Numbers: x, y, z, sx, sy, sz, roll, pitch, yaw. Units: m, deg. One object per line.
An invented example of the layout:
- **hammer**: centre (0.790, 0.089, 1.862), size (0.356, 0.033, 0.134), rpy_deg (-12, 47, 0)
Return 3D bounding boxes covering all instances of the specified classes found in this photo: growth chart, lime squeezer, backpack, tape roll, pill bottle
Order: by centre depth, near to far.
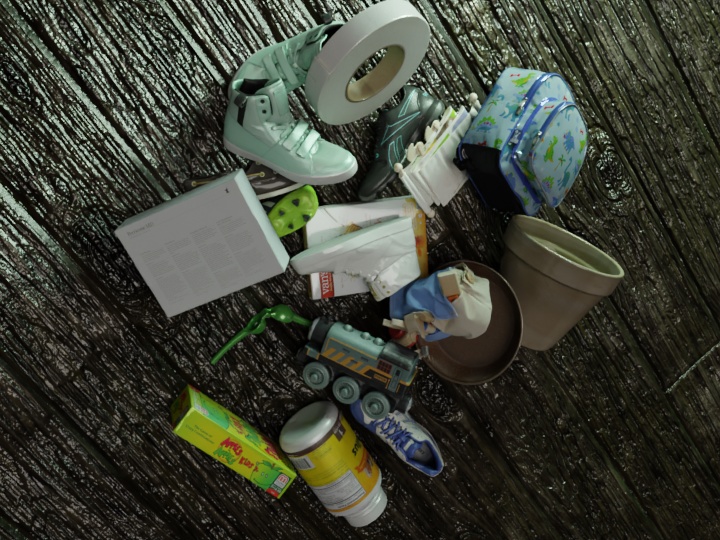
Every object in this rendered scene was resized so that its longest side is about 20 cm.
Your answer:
- **tape roll**: centre (0.011, -0.291, 0.990), size (0.202, 0.203, 0.037), rpy_deg (-36, 76, -7)
- **backpack**: centre (0.267, -0.204, 1.087), size (0.183, 0.146, 0.201), rpy_deg (41, 71, -49)
- **growth chart**: centre (0.141, -0.182, 1.096), size (0.200, 0.018, 0.145), rpy_deg (-46, 131, -16)
- **lime squeezer**: centre (-0.146, 0.090, 1.105), size (0.199, 0.038, 0.071), rpy_deg (-15, 136, -15)
- **pill bottle**: centre (-0.038, 0.319, 1.137), size (0.109, 0.109, 0.201), rpy_deg (-35, 109, -8)

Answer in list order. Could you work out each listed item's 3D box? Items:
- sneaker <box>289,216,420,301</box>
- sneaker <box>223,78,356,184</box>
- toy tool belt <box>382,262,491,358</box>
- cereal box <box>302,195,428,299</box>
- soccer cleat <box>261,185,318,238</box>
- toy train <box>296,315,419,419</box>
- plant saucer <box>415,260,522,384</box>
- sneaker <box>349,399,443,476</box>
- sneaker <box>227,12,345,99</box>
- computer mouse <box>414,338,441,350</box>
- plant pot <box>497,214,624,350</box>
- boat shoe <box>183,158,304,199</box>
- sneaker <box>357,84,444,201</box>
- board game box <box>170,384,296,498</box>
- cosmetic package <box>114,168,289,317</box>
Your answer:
- **sneaker**: centre (0.000, 0.000, 1.063), size (0.199, 0.074, 0.116), rpy_deg (-18, 104, -13)
- **sneaker**: centre (-0.095, -0.196, 0.963), size (0.199, 0.074, 0.119), rpy_deg (18, 137, 4)
- **toy tool belt**: centre (0.097, 0.057, 1.088), size (0.123, 0.199, 0.126), rpy_deg (28, 48, -39)
- **cereal box**: centre (0.009, -0.039, 1.117), size (0.199, 0.040, 0.145), rpy_deg (-9, 104, -15)
- **soccer cleat**: centre (-0.151, -0.067, 1.052), size (0.199, 0.081, 0.068), rpy_deg (-24, 111, 11)
- **toy train**: centre (-0.002, 0.147, 1.089), size (0.199, 0.085, 0.115), rpy_deg (25, 110, 12)
- **plant saucer**: centre (0.176, 0.084, 1.138), size (0.037, 0.199, 0.202), rpy_deg (-3, 105, -56)
- **sneaker**: centre (0.068, 0.269, 1.172), size (0.200, 0.088, 0.075), rpy_deg (39, 90, -19)
- **sneaker**: centre (-0.099, -0.296, 0.990), size (0.200, 0.118, 0.074), rpy_deg (-35, 109, -7)
- **computer mouse**: centre (0.067, 0.155, 1.177), size (0.199, 0.034, 0.059), rpy_deg (-14, 104, -14)
- **plant pot**: centre (0.304, 0.031, 1.155), size (0.199, 0.200, 0.174), rpy_deg (16, 112, -19)
- **boat shoe**: centre (-0.158, -0.136, 1.029), size (0.200, 0.072, 0.061), rpy_deg (-20, 110, -10)
- **sneaker**: centre (0.047, -0.199, 1.089), size (0.079, 0.075, 0.201), rpy_deg (36, 82, -7)
- **board game box**: centre (-0.198, 0.264, 1.082), size (0.200, 0.102, 0.048), rpy_deg (39, 87, -20)
- **cosmetic package**: centre (-0.224, -0.037, 0.997), size (0.199, 0.052, 0.151), rpy_deg (-20, 114, 13)
